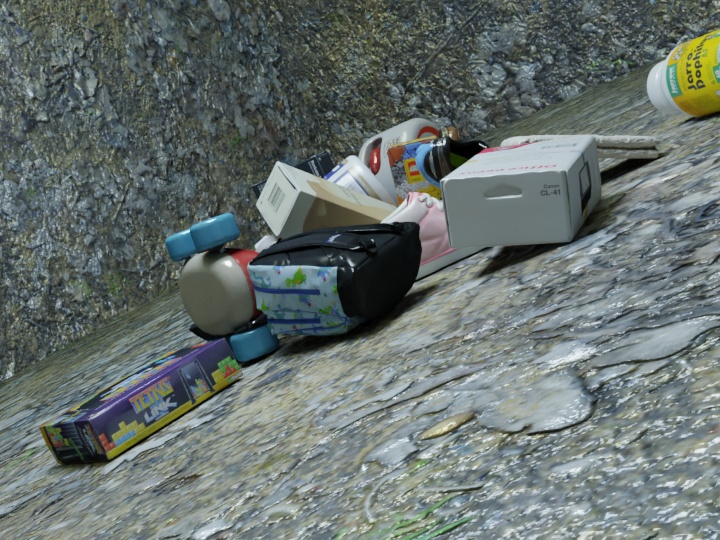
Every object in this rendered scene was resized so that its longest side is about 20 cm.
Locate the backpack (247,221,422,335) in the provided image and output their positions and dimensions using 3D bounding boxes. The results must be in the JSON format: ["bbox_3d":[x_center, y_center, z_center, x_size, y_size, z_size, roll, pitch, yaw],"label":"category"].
[{"bbox_3d":[-0.043,0.010,1.251,0.199,0.155,0.163,10,29,28],"label":"backpack"}]

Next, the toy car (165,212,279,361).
[{"bbox_3d":[-0.129,0.005,1.411,0.199,0.186,0.177,-22,3,-31],"label":"toy car"}]

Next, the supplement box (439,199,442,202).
[{"bbox_3d":[0.163,-0.083,1.456,0.199,0.067,0.069,-25,7,17],"label":"supplement box"}]

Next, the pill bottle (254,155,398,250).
[{"bbox_3d":[-0.051,-0.065,1.531,0.200,0.116,0.116,-40,7,1],"label":"pill bottle"}]

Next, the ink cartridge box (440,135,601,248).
[{"bbox_3d":[0.192,-0.094,1.215,0.147,0.086,0.200,-3,17,24],"label":"ink cartridge box"}]

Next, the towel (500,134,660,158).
[{"bbox_3d":[0.300,-0.171,1.433,0.198,0.035,0.133,0,6,-2],"label":"towel"}]

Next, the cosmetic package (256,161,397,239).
[{"bbox_3d":[-0.029,-0.068,1.405,0.071,0.199,0.105,-62,34,16],"label":"cosmetic package"}]

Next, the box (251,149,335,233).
[{"bbox_3d":[-0.087,-0.098,1.907,0.140,0.201,0.079,-22,7,22],"label":"box"}]

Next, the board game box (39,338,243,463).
[{"bbox_3d":[-0.266,0.158,1.260,0.200,0.057,0.165,-31,8,-37],"label":"board game box"}]

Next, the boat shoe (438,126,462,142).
[{"bbox_3d":[0.164,-0.157,1.605,0.067,0.072,0.200,-13,-31,6],"label":"boat shoe"}]

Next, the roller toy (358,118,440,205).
[{"bbox_3d":[0.095,-0.174,1.882,0.139,0.183,0.200,-20,9,35],"label":"roller toy"}]

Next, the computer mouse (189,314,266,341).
[{"bbox_3d":[-0.147,0.074,1.519,0.199,0.046,0.140,-16,0,-13],"label":"computer mouse"}]

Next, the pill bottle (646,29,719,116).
[{"bbox_3d":[0.509,-0.285,1.505,0.112,0.113,0.200,-28,8,-20],"label":"pill bottle"}]

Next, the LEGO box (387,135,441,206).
[{"bbox_3d":[0.097,-0.129,1.628,0.077,0.150,0.200,-11,8,6],"label":"LEGO box"}]

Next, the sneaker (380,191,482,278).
[{"bbox_3d":[0.118,-0.069,1.358,0.199,0.105,0.075,-25,5,-2],"label":"sneaker"}]

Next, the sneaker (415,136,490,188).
[{"bbox_3d":[0.172,-0.139,1.504,0.199,0.071,0.083,21,-30,-32],"label":"sneaker"}]
